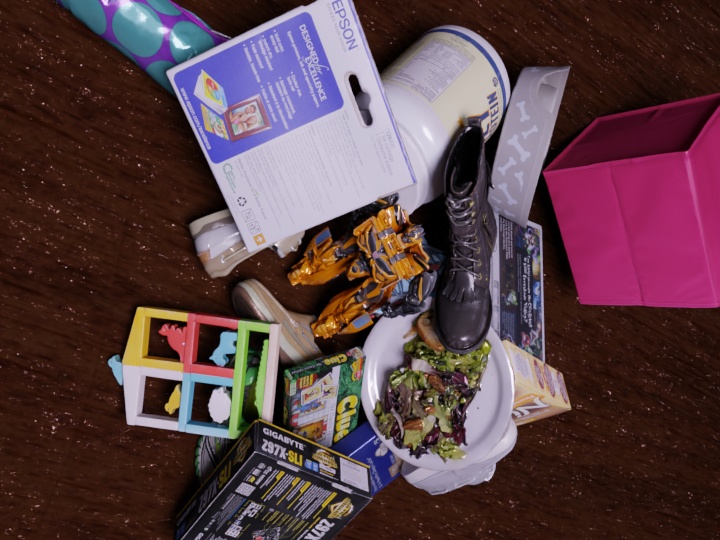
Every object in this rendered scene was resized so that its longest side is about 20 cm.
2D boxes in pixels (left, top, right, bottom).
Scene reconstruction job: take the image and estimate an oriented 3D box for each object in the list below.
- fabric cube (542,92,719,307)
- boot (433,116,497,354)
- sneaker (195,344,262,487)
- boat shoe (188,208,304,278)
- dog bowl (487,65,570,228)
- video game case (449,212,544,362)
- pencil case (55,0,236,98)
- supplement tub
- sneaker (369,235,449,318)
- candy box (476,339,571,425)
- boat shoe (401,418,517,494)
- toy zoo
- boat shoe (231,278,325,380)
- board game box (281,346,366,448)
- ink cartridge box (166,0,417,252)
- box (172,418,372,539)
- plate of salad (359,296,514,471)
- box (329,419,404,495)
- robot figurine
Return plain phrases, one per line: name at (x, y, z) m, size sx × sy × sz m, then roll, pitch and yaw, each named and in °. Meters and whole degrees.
fabric cube at (0.392, -0.091, 0.901) m, size 0.195 × 0.197 × 0.204 m, roll -37°, pitch 114°, yaw -37°
boot at (0.107, -0.033, 0.715) m, size 0.067 × 0.175 × 0.206 m, roll 4°, pitch 65°, yaw 15°
sneaker at (-0.151, 0.198, 0.811) m, size 0.076 × 0.085 × 0.207 m, roll 6°, pitch 99°, yaw -24°
boat shoe at (-0.097, -0.050, 0.789) m, size 0.194 × 0.075 × 0.070 m, roll -19°, pitch 90°, yaw -8°
dog bowl at (0.209, -0.160, 0.852) m, size 0.057 × 0.200 × 0.207 m, roll 15°, pitch 95°, yaw 14°
video game case at (0.183, 0.018, 0.898) m, size 0.178 × 0.023 × 0.207 m, roll 15°, pitch 71°, yaw -37°
pencil case at (-0.211, -0.253, 0.698) m, size 0.198 × 0.086 × 0.093 m, roll 35°, pitch 109°, yaw -26°
supplement tub at (0.070, -0.171, 0.776) m, size 0.201 × 0.143 × 0.147 m, roll -48°, pitch 116°, yaw -30°
sneaker at (0.064, 0.003, 0.884) m, size 0.195 × 0.079 × 0.099 m, roll -16°, pitch 94°, yaw -28°
candy box at (0.185, 0.156, 0.880) m, size 0.198 × 0.113 × 0.057 m, roll 30°, pitch 45°, yaw -49°
boat shoe at (0.132, 0.239, 0.851) m, size 0.068 × 0.073 × 0.199 m, roll 38°, pitch 129°, yaw -14°
toy zoo at (-0.191, 0.115, 0.763) m, size 0.193 × 0.020 × 0.136 m, roll 7°, pitch 92°, yaw 4°
boat shoe at (-0.084, 0.080, 0.834) m, size 0.076 × 0.071 × 0.203 m, roll -43°, pitch 124°, yaw -23°
board game box at (-0.050, 0.190, 0.838) m, size 0.102 × 0.023 × 0.205 m, roll -17°, pitch 131°, yaw -30°
ink cartridge box at (-0.065, -0.146, 0.683) m, size 0.195 × 0.047 × 0.202 m, roll -21°, pitch 108°, yaw 7°
box at (-0.104, 0.276, 0.780) m, size 0.157 × 0.050 × 0.201 m, roll 27°, pitch 118°, yaw -24°
plate of salad at (0.082, 0.135, 0.790) m, size 0.048 × 0.195 × 0.207 m, roll -6°, pitch 107°, yaw -66°
box at (-0.033, 0.281, 0.881) m, size 0.197 × 0.032 × 0.123 m, roll -33°, pitch 136°, yaw -12°
robot figurine at (0.000, 0.000, 0.765) m, size 0.057 × 0.199 × 0.148 m, roll -22°, pitch 82°, yaw -42°
